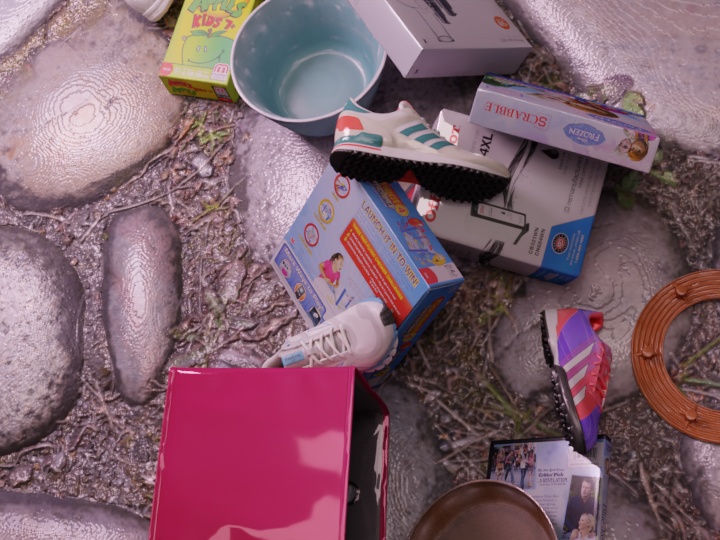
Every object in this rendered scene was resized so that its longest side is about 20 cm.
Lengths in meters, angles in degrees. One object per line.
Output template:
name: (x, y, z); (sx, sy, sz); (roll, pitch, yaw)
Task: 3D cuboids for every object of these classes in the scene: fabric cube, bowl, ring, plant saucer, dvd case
fabric cube: (-0.085, 0.220, 1.110); (0.198, 0.200, 0.197); (-2, 69, 12)
bowl: (-0.056, -0.251, 1.343); (0.199, 0.105, 0.202); (-4, 68, 9)
ring: (0.400, 0.091, 1.164); (0.199, 0.019, 0.202); (-4, 67, 9)
plant saucer: (0.124, 0.317, 1.082); (0.199, 0.032, 0.201); (-22, 52, 31)
dvd case: (0.186, 0.270, 1.092); (0.142, 0.018, 0.201); (-11, 58, 39)

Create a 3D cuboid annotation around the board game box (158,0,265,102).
board game box: (-0.192, -0.332, 1.432); (0.101, 0.048, 0.201); (10, 71, 15)

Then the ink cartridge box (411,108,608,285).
ink cartridge box: (0.163, -0.082, 1.205); (0.199, 0.084, 0.147); (15, 84, -1)

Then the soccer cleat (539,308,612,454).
soccer cleat: (0.239, 0.110, 1.128); (0.073, 0.069, 0.201); (-7, 36, 6)

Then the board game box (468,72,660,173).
board game box: (0.227, -0.172, 1.194); (0.199, 0.200, 0.041); (16, 108, 4)

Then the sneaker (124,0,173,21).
sneaker: (-0.271, -0.451, 1.464); (0.075, 0.088, 0.201); (-4, 58, 58)

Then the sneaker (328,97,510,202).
sneaker: (0.067, -0.137, 1.131); (0.198, 0.070, 0.094); (9, 64, -8)

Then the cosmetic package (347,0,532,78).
cosmetic package: (0.097, -0.307, 1.301); (0.199, 0.052, 0.151); (-12, 60, -41)

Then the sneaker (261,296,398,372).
sneaker: (-0.038, 0.090, 1.146); (0.086, 0.200, 0.075); (-9, 72, -41)

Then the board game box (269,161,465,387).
board game box: (0.000, 0.000, 1.190); (0.056, 0.196, 0.200); (-10, 58, -41)

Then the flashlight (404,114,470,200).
flashlight: (0.098, -0.106, 1.276); (0.068, 0.068, 0.200); (40, 79, 19)
